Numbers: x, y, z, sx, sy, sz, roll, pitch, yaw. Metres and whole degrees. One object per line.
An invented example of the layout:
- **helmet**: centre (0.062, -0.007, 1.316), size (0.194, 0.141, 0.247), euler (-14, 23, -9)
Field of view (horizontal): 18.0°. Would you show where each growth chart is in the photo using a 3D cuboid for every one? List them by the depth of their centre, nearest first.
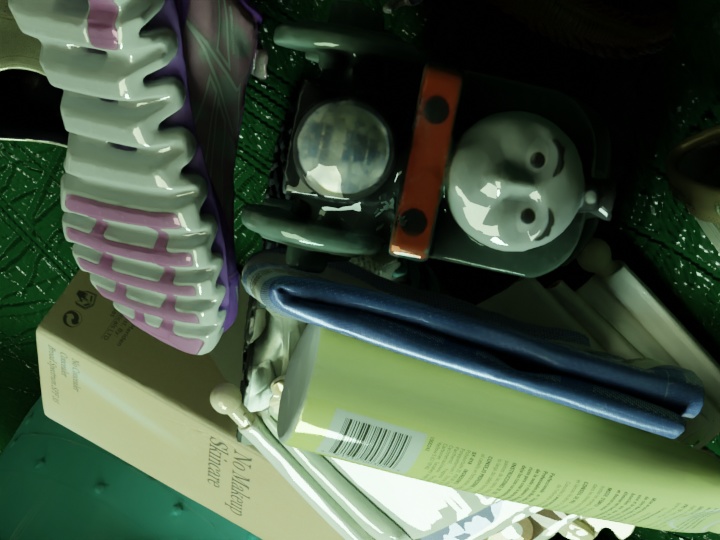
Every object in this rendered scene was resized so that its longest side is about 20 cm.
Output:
- **growth chart**: centre (0.057, 0.066, 0.931), size (0.199, 0.018, 0.145), euler (-24, 121, 23)

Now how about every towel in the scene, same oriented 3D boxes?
- **towel**: centre (0.031, 0.020, 0.787), size (0.146, 0.024, 0.200), euler (17, 180, -5)

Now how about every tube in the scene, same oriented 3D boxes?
- **tube**: centre (0.067, 0.069, 0.891), size (0.199, 0.058, 0.052), euler (17, 111, -10)

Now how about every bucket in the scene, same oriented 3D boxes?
- **bucket**: centre (-0.142, 0.177, 1.277), size (0.206, 0.135, 0.208), euler (26, 150, 16)

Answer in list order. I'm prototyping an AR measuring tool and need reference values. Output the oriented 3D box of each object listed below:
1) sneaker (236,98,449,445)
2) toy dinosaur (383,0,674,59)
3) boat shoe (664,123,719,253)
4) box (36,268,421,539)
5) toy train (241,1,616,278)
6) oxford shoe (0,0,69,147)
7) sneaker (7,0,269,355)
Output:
- **sneaker**: centre (0.000, 0.000, 0.947), size (0.086, 0.078, 0.201), euler (5, 142, -7)
- **toy dinosaur**: centre (-0.027, -0.121, 0.750), size (0.181, 0.105, 0.200), euler (16, 154, 49)
- **boat shoe**: centre (0.170, -0.035, 0.699), size (0.063, 0.073, 0.200), euler (38, 159, -16)
- **box**: centre (-0.048, 0.066, 1.070), size (0.199, 0.078, 0.095), euler (28, 151, 12)
- **toy train**: centre (0.027, -0.037, 0.750), size (0.113, 0.086, 0.200), euler (11, -177, 3)
- **oxford shoe**: centre (-0.160, -0.100, 0.938), size (0.199, 0.074, 0.071), euler (21, 149, 23)
- **sneaker**: centre (-0.070, -0.064, 0.861), size (0.080, 0.088, 0.201), euler (16, 129, 36)
